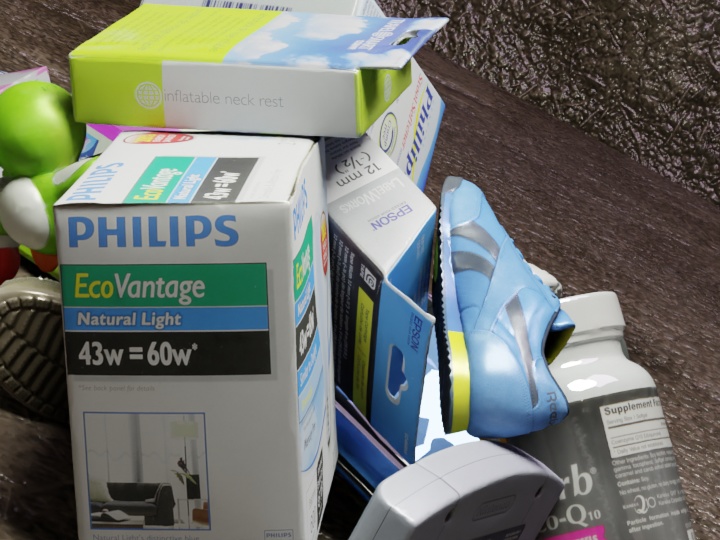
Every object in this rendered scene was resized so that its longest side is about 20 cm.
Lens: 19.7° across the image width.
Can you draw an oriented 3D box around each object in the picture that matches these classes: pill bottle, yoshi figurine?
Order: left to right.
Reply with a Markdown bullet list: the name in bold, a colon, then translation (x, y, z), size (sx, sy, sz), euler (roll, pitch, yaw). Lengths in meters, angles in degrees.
- **yoshi figurine**: translation (-0.229, -0.053, 1.257), size (0.112, 0.199, 0.113), euler (50, 33, -36)
- **pill bottle**: translation (0.134, 0.121, 1.259), size (0.116, 0.201, 0.116), euler (-14, -8, -2)

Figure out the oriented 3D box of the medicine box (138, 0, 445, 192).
- **medicine box**: translation (-0.057, -0.131, 1.572), size (0.181, 0.104, 0.200), euler (8, -18, 24)

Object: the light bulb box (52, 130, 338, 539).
- **light bulb box**: translation (-0.083, 0.038, 1.132), size (0.124, 0.201, 0.198), euler (-1, 15, 4)

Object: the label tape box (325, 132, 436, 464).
- **label tape box**: translation (0.000, 0.000, 1.274), size (0.066, 0.144, 0.200), euler (-28, 56, -25)

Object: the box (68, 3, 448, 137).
- **box**: translation (-0.057, -0.120, 1.224), size (0.199, 0.048, 0.122), euler (5, 22, 15)

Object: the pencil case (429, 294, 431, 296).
- **pencil case**: translation (0.020, 0.069, 1.527), size (0.085, 0.085, 0.200), euler (-8, 8, 8)

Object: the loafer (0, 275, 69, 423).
- **loafer**: translation (-0.157, 0.056, 1.276), size (0.199, 0.076, 0.068), euler (28, 9, -35)

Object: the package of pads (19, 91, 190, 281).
- **package of pads**: translation (-0.139, -0.033, 1.452), size (0.199, 0.155, 0.068), euler (31, 15, 24)

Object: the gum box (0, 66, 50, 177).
- **gum box**: translation (-0.291, -0.090, 1.456), size (0.113, 0.067, 0.200), euler (-9, 12, 8)

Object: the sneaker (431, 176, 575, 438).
- **sneaker**: translation (0.081, 0.021, 1.209), size (0.078, 0.066, 0.201), euler (-1, 41, -2)

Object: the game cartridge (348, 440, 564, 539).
- **game cartridge**: translation (0.041, 0.157, 1.129), size (0.041, 0.134, 0.200), euler (30, 14, 24)

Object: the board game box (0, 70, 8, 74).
- **board game box**: translation (-0.307, -0.123, 1.668), size (0.199, 0.062, 0.200), euler (12, 20, -48)

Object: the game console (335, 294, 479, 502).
- **game console**: translation (0.030, 0.084, 1.337), size (0.200, 0.170, 0.119), euler (43, -23, 24)

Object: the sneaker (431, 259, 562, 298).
- **sneaker**: translation (0.094, 0.025, 1.534), size (0.099, 0.078, 0.200), euler (50, -19, 19)

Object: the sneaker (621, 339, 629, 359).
- **sneaker**: translation (0.105, 0.088, 1.444), size (0.199, 0.085, 0.074), euler (-28, 30, -26)
